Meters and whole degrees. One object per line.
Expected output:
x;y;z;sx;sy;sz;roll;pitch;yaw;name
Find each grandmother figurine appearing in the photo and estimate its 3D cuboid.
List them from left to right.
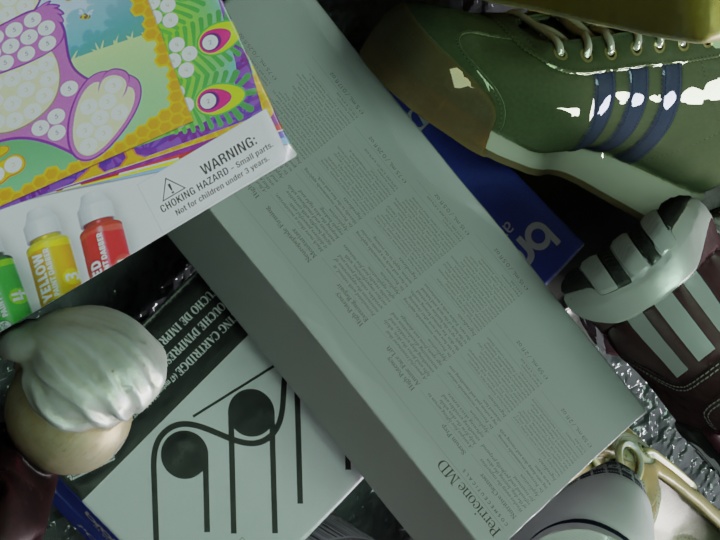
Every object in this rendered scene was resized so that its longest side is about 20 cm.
-0.132;0.092;0.866;0.060;0.121;0.200;32;104;-30;grandmother figurine

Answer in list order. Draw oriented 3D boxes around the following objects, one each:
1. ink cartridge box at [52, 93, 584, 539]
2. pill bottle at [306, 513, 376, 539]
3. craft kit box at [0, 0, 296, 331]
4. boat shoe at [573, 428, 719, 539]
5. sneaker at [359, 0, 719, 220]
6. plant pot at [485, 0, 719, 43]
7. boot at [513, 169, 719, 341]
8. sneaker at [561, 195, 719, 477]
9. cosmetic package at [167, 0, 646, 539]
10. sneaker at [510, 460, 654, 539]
-0.021;0.028;0.960;0.094;0.044;0.200;45;71;-3;ink cartridge box
0.012;0.166;0.977;0.111;0.200;0.111;-20;122;-36;pill bottle
-0.142;-0.064;0.795;0.200;0.049;0.198;-32;127;-7;craft kit box
0.123;0.115;1.162;0.201;0.063;0.073;39;80;-46;boat shoe
0.086;-0.078;0.961;0.090;0.067;0.200;-51;144;15;sneaker
0.110;-0.204;0.922;0.195;0.194;0.201;-18;114;-38;plant pot
0.116;0.008;1.103;0.200;0.072;0.182;-34;116;-38;boot
0.135;0.040;0.972;0.076;0.116;0.200;-38;169;13;sneaker
0.000;0.000;0.920;0.082;0.051;0.200;-39;92;-26;cosmetic package
0.052;0.162;1.087;0.076;0.081;0.200;37;115;-10;sneaker
